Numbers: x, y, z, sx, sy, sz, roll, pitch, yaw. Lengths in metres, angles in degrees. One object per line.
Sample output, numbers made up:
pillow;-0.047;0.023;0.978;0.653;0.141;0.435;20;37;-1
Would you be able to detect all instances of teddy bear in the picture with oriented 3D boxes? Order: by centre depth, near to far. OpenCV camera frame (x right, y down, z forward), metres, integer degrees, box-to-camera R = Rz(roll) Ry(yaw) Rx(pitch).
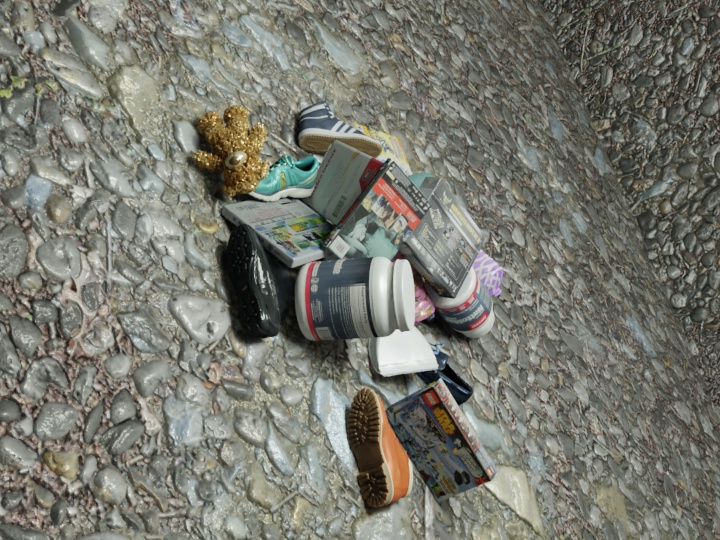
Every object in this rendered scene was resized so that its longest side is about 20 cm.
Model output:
teddy bear;-0.237;-0.232;1.432;0.141;0.067;0.203;1;53;-6

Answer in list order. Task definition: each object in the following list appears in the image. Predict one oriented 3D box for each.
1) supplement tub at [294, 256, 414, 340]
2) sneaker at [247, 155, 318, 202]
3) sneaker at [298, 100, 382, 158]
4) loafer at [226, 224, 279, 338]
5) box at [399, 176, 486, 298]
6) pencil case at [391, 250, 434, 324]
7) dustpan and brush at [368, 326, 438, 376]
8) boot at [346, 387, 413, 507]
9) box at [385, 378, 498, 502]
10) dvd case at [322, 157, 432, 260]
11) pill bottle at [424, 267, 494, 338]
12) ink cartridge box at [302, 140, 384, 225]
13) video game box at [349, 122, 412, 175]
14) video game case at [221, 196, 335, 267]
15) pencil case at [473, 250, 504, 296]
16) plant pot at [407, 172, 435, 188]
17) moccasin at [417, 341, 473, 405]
supplement tub;-0.008;0.050;1.393;0.140;0.195;0.144;-4;90;-77
sneaker;-0.161;-0.187;1.507;0.198;0.081;0.078;-15;50;-46
sneaker;-0.047;-0.313;1.745;0.196;0.071;0.110;6;52;-22
loafer;-0.182;0.019;1.339;0.070;0.067;0.205;24;47;-59
box;0.163;-0.065;1.597;0.200;0.048;0.160;45;66;-36
pencil case;0.091;0.015;1.627;0.082;0.086;0.203;-28;112;-17
dustpan and brush;0.064;0.124;1.579;0.137;0.057;0.204;-3;62;-26
boot;0.038;0.312;1.390;0.106;0.074;0.205;12;62;-50
box;0.148;0.318;1.456;0.202;0.136;0.040;58;37;2
dvd case;0.034;-0.087;1.455;0.146;0.202;0.022;40;-6;-40
pill bottle;0.230;0.069;1.748;0.200;0.117;0.122;47;29;-50
ink cartridge box;-0.012;-0.155;1.538;0.082;0.148;0.199;25;7;-36
video game box;0.056;-0.245;1.880;0.180;0.046;0.204;9;57;-51
video game case;-0.132;-0.079;1.457;0.181;0.022;0.199;36;28;21
pencil case;0.254;-0.022;1.863;0.200;0.083;0.086;45;-19;33
plant pot;0.093;-0.106;1.707;0.132;0.200;0.204;-10;69;-30
moccasin;0.163;0.193;1.636;0.200;0.068;0.081;46;35;-13
